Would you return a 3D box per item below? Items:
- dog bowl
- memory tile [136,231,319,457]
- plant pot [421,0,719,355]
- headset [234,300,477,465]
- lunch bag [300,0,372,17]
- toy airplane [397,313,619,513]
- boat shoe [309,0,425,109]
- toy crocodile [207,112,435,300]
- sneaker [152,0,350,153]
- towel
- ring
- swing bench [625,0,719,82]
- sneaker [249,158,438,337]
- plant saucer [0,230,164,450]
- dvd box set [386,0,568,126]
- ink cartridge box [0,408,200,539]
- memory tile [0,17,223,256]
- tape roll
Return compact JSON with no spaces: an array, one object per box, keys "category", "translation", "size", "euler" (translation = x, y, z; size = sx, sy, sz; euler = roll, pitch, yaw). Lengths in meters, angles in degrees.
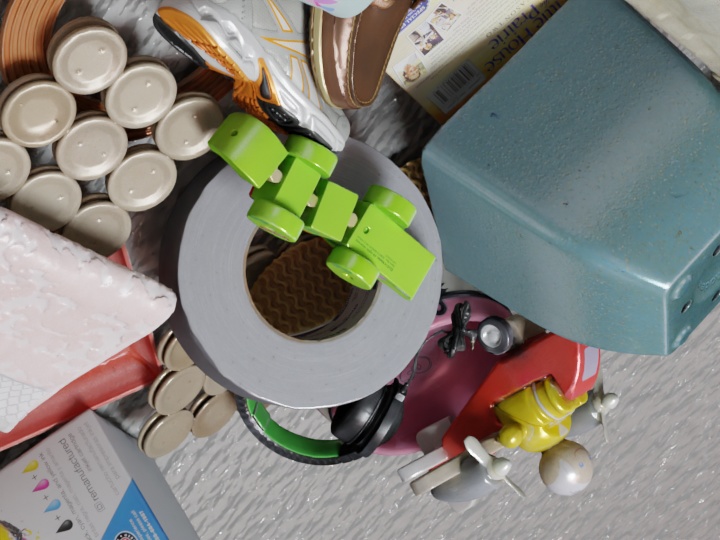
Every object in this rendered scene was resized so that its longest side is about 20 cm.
[{"category":"dog bowl","translation":[0.048,0.074,1.685],"size":[0.199,0.074,0.201],"euler":[-19,140,-16]},{"category":"memory tile","translation":[-0.104,0.058,1.578],"size":[0.153,0.017,0.201],"euler":[-23,144,-40]},{"category":"plant pot","translation":[0.190,-0.052,1.484],"size":[0.196,0.200,0.196],"euler":[-45,155,-14]},{"category":"headset","translation":[-0.003,0.080,1.582],"size":[0.199,0.094,0.124],"euler":[-20,118,28]},{"category":"lunch bag","translation":[0.000,-0.265,1.215],"size":[0.077,0.161,0.200],"euler":[15,123,-44]},{"category":"toy airplane","translation":[0.126,0.136,1.631],"size":[0.200,0.141,0.199],"euler":[-43,163,-9]},{"category":"boat shoe","translation":[0.016,-0.200,1.308],"size":[0.072,0.067,0.201],"euler":[-13,117,-61]},{"category":"toy crocodile","translation":[-0.024,-0.041,1.386],"size":[0.200,0.062,0.068],"euler":[32,81,-35]},{"category":"sneaker","translation":[-0.051,-0.153,1.338],"size":[0.092,0.075,0.200],"euler":[-61,144,-10]},{"category":"towel","translation":[-0.259,0.033,1.364],"size":[0.191,0.032,0.200],"euler":[-36,138,28]},{"category":"ring","translation":[-0.147,-0.168,1.334],"size":[0.199,0.019,0.201],"euler":[-20,140,-17]},{"category":"swing bench","translation":[0.224,-0.229,1.377],"size":[0.130,0.200,0.199],"euler":[-45,140,15]},{"category":"sneaker","translation":[0.000,0.000,1.556],"size":[0.200,0.075,0.090],"euler":[-36,159,-9]},{"category":"plant saucer","translation":[-0.258,0.048,1.475],"size":[0.199,0.037,0.201],"euler":[-24,140,-11]},{"category":"dvd box set","translation":[0.062,-0.201,1.431],"size":[0.146,0.029,0.200],"euler":[-41,140,10]},{"category":"ink cartridge box","translation":[-0.239,0.236,1.574],"size":[0.200,0.148,0.145],"euler":[-34,159,1]},{"category":"memory tile","translation":[-0.199,-0.068,1.348],"size":[0.200,0.017,0.153],"euler":[-46,135,13]},{"category":"tape roll","translation":[-0.043,0.000,1.451],"size":[0.199,0.066,0.202],"euler":[0,89,-19]}]
